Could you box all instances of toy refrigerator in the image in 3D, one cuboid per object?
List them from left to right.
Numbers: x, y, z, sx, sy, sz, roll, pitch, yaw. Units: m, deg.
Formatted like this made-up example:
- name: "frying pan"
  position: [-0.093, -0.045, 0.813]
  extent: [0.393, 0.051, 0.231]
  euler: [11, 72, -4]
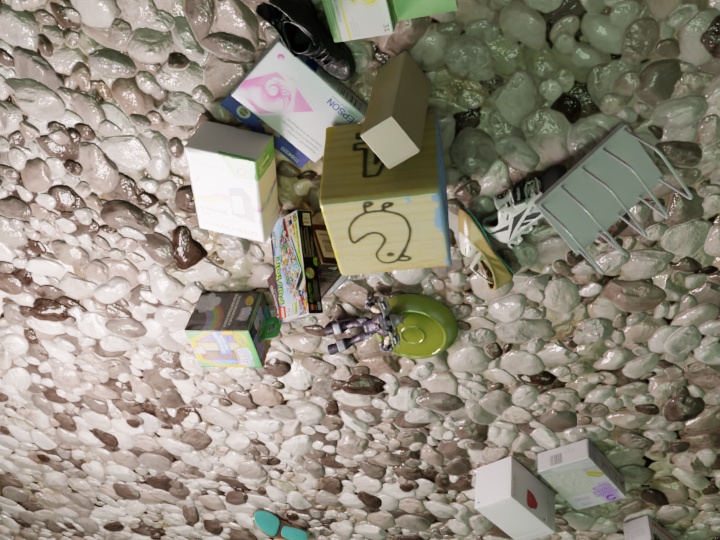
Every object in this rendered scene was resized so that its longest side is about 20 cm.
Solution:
- name: "toy refrigerator"
  position: [0.057, -0.259, 1.236]
  extent: [0.070, 0.201, 0.076]
  euler: [-26, 124, 32]

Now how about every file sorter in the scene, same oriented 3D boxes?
- name: "file sorter"
  position: [0.424, -0.114, 1.295]
  extent: [0.200, 0.125, 0.139]
  euler: [-42, 116, 11]

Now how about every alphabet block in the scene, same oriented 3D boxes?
- name: "alphabet block"
  position: [0.048, -0.129, 1.338]
  extent: [0.197, 0.198, 0.196]
  euler: [-6, 138, 9]

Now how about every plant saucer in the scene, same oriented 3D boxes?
- name: "plant saucer"
  position: [0.117, 0.134, 1.710]
  extent: [0.197, 0.031, 0.202]
  euler: [6, 133, 6]

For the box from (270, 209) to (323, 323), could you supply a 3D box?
- name: "box"
  position: [-0.127, -0.005, 1.511]
  extent: [0.034, 0.203, 0.110]
  euler: [0, 167, -38]

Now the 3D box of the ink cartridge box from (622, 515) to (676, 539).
- name: "ink cartridge box"
  position: [0.784, 0.780, 2.055]
  extent: [0.146, 0.201, 0.083]
  euler: [38, 126, -23]

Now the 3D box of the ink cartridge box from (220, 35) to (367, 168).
- name: "ink cartridge box"
  position: [-0.123, -0.283, 1.364]
  extent: [0.196, 0.044, 0.200]
  euler: [36, 128, -21]

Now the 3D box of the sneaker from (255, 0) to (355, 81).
- name: "sneaker"
  position: [-0.082, -0.364, 1.234]
  extent: [0.060, 0.105, 0.200]
  euler: [-22, 125, 29]

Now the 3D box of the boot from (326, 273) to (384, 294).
- name: "boot"
  position: [0.000, 0.000, 1.581]
  extent: [0.095, 0.074, 0.200]
  euler: [25, 137, -16]

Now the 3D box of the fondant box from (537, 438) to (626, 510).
- name: "fondant box"
  position: [0.560, 0.519, 1.956]
  extent: [0.143, 0.059, 0.200]
  euler: [-27, 123, 31]

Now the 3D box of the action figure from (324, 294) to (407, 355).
- name: "action figure"
  position: [0.016, 0.122, 1.671]
  extent: [0.198, 0.069, 0.132]
  euler: [-17, 84, 30]

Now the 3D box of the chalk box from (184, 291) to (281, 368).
- name: "chalk box"
  position: [-0.268, 0.133, 1.728]
  extent: [0.197, 0.125, 0.125]
  euler: [0, 133, 13]

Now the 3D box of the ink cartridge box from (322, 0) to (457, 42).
- name: "ink cartridge box"
  position: [0.037, -0.438, 1.180]
  extent: [0.197, 0.048, 0.147]
  euler: [-3, 131, 18]

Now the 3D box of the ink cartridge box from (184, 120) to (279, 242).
- name: "ink cartridge box"
  position: [-0.237, -0.163, 1.455]
  extent: [0.144, 0.088, 0.201]
  euler: [14, 139, 11]

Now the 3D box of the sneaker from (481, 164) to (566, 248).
- name: "sneaker"
  position: [0.292, -0.123, 1.400]
  extent: [0.088, 0.075, 0.200]
  euler: [24, 133, -13]

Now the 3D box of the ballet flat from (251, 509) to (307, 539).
- name: "ballet flat"
  position: [-0.260, 0.802, 2.406]
  extent: [0.198, 0.068, 0.072]
  euler: [27, 152, -18]

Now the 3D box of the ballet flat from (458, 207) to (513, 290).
- name: "ballet flat"
  position: [0.231, -0.034, 1.494]
  extent: [0.063, 0.069, 0.200]
  euler: [-40, 120, 1]

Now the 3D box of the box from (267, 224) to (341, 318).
- name: "box"
  position: [-0.110, 0.005, 1.578]
  extent: [0.074, 0.101, 0.200]
  euler: [3, 142, -34]

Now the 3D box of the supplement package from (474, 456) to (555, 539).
- name: "supplement package"
  position: [0.405, 0.601, 2.023]
  extent: [0.119, 0.122, 0.200]
  euler: [-30, 121, 34]
